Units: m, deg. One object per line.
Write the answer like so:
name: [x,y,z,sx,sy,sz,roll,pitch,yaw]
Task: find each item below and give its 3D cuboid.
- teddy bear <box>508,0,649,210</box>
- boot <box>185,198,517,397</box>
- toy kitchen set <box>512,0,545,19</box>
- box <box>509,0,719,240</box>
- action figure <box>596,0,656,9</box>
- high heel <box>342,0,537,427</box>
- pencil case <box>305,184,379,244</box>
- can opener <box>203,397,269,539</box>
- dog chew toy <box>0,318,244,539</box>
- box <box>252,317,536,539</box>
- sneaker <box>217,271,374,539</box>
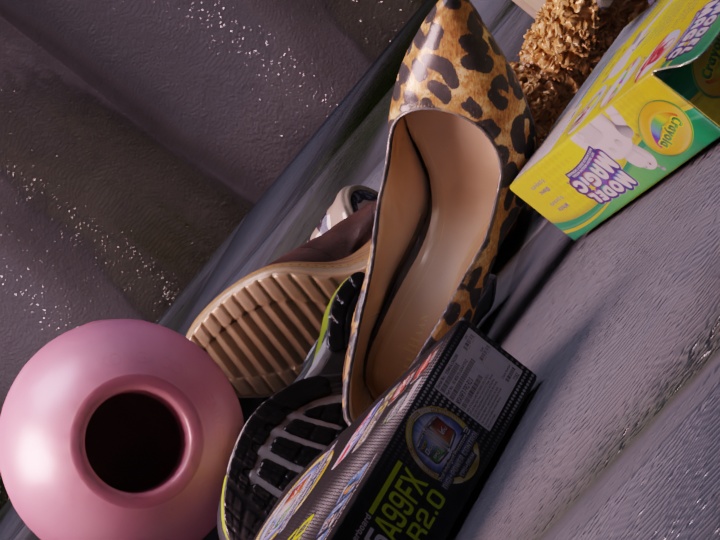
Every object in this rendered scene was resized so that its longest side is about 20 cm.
teddy bear: [0.121,-0.132,1.579,0.200,0.067,0.145,-58,-8,13]
boot: [0.000,0.000,1.647,0.200,0.072,0.166,-27,8,10]
toy kitchen set: [0.158,-0.311,2.028,0.180,0.163,0.200,-47,7,39]
box: [0.149,-0.095,1.341,0.117,0.048,0.200,-54,4,-23]
action figure: [0.174,-0.197,1.461,0.193,0.105,0.200,-41,-6,-16]
high heel: [0.029,-0.021,1.399,0.143,0.071,0.200,-52,-33,-49]
pencil case: [-0.035,0.039,1.791,0.200,0.078,0.089,-50,10,20]
can opener: [-0.089,0.118,1.595,0.053,0.067,0.200,-44,6,43]
dog chew toy: [-0.130,0.091,1.507,0.125,0.125,0.200,-53,7,-12]
box: [-0.016,0.130,1.241,0.160,0.044,0.200,-45,8,46]
sneaker: [-0.017,0.087,1.472,0.200,0.074,0.081,-54,-9,-47]
